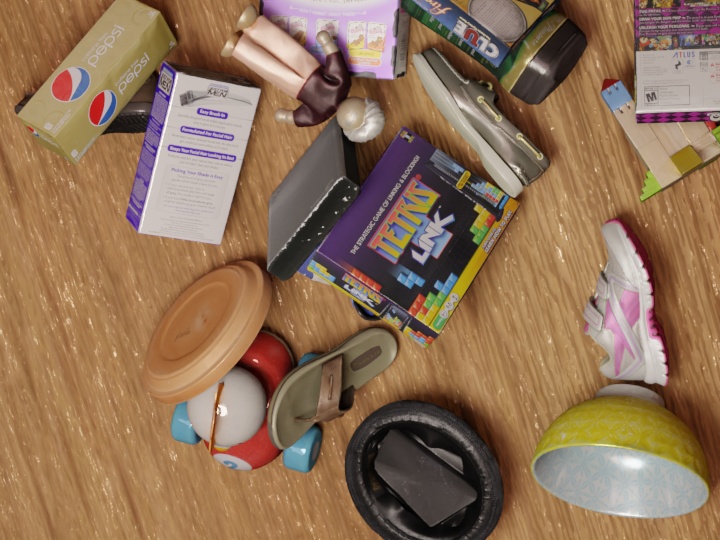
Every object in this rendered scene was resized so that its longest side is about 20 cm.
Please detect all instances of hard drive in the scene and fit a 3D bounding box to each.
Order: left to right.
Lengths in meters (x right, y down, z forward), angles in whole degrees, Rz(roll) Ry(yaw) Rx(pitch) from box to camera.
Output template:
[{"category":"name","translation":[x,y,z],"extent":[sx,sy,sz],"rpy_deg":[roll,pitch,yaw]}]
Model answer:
[{"category":"hard drive","translation":[-0.055,-0.085,1.622],"extent":[0.033,0.200,0.140],"rpy_deg":[34,109,-18]}]

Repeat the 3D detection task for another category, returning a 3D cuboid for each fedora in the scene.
[{"category":"fedora","translation":[0.083,0.242,1.706],"extent":[0.200,0.092,0.201],"rpy_deg":[3,102,14]}]

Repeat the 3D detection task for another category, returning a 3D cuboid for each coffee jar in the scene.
[{"category":"coffee jar","translation":[0.150,-0.276,1.577],"extent":[0.200,0.104,0.085],"rpy_deg":[39,144,5]}]

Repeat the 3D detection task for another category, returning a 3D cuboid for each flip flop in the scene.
[{"category":"flip flop","translation":[-0.028,0.139,1.679],"extent":[0.058,0.200,0.081],"rpy_deg":[29,144,48]}]

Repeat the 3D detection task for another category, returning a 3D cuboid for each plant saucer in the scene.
[{"category":"plant saucer","translation":[-0.189,0.068,1.694],"extent":[0.200,0.200,0.032],"rpy_deg":[-37,120,19]}]

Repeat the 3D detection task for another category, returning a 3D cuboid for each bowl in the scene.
[{"category":"bowl","translation":[0.301,0.194,1.618],"extent":[0.200,0.200,0.108],"rpy_deg":[6,61,14]}]

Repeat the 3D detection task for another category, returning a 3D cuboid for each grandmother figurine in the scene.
[{"category":"grandmother figurine","translation":[-0.060,-0.211,1.603],"extent":[0.200,0.061,0.121],"rpy_deg":[34,129,1]}]

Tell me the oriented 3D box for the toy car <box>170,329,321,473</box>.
[{"category":"toy car","translation":[-0.154,0.173,1.699],"extent":[0.184,0.200,0.177],"rpy_deg":[13,104,13]}]

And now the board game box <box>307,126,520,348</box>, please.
[{"category":"board game box","translation":[0.062,-0.040,1.605],"extent":[0.165,0.057,0.200],"rpy_deg":[34,63,-1]}]

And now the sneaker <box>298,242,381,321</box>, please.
[{"category":"sneaker","translation":[0.001,0.000,1.668],"extent":[0.199,0.115,0.081],"rpy_deg":[21,105,10]}]

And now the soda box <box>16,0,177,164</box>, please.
[{"category":"soda box","translation":[-0.307,-0.227,1.673],"extent":[0.068,0.064,0.200],"rpy_deg":[29,73,27]}]

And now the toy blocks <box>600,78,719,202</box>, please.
[{"category":"toy blocks","translation":[0.358,-0.185,1.554],"extent":[0.200,0.100,0.137],"rpy_deg":[-32,83,8]}]

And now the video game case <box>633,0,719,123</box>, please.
[{"category":"video game case","translation":[0.390,-0.246,1.505],"extent":[0.200,0.036,0.182],"rpy_deg":[-1,73,10]}]

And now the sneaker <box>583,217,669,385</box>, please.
[{"category":"sneaker","translation":[0.293,0.041,1.616],"extent":[0.088,0.081,0.200],"rpy_deg":[-10,98,15]}]

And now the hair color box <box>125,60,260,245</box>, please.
[{"category":"hair color box","translation":[-0.201,-0.139,1.696],"extent":[0.109,0.065,0.200],"rpy_deg":[8,108,-28]}]

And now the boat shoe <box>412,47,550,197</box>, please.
[{"category":"boat shoe","translation":[0.136,-0.178,1.622],"extent":[0.060,0.072,0.202],"rpy_deg":[-37,82,-3]}]

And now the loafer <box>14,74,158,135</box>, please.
[{"category":"loafer","translation":[-0.328,-0.206,1.748],"extent":[0.200,0.073,0.071],"rpy_deg":[1,68,15]}]

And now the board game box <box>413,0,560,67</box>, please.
[{"category":"board game box","translation":[0.149,-0.319,1.528],"extent":[0.135,0.200,0.035],"rpy_deg":[39,142,5]}]

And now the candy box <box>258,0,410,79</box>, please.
[{"category":"candy box","translation":[-0.027,-0.327,1.633],"extent":[0.167,0.072,0.200],"rpy_deg":[7,103,14]}]
